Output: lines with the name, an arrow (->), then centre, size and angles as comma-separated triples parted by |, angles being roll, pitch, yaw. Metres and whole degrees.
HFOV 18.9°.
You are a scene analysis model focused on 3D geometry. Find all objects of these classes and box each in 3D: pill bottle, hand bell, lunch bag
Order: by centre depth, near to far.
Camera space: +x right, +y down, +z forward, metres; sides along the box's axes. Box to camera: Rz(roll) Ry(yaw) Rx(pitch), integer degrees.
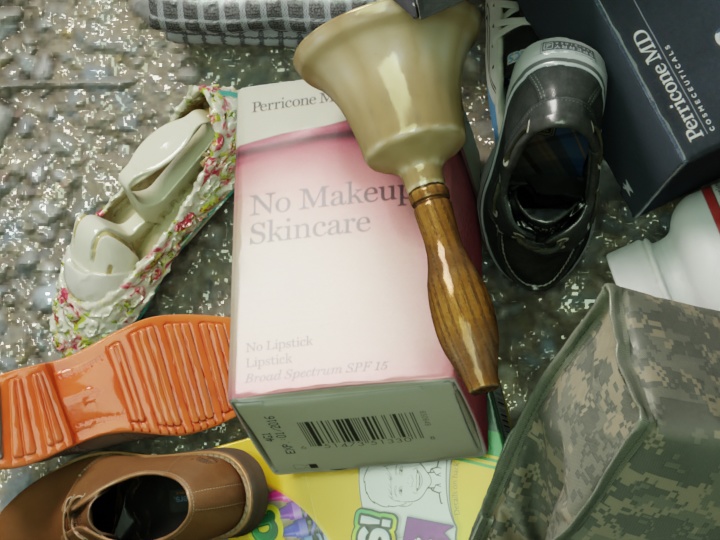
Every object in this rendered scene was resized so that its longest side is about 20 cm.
hand bell -> 0.037, -0.031, 1.128 | 0.104, 0.104, 0.201 | -17, 73, 9
lunch bag -> 0.164, 0.119, 1.158 | 0.163, 0.200, 0.118 | 12, 42, -20
pill bottle -> 0.244, -0.007, 1.201 | 0.199, 0.112, 0.113 | -22, 81, 8

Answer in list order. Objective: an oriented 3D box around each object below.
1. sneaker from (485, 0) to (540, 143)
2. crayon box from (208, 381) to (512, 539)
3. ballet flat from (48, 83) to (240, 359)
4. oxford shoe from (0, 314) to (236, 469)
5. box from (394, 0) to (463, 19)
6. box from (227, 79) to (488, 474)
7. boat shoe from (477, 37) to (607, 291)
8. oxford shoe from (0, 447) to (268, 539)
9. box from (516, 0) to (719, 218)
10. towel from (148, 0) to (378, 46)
sneaker -> 0.103, -0.143, 1.263 | 0.072, 0.072, 0.201 | -9, 82, 12
crayon box -> 0.020, 0.179, 1.254 | 0.172, 0.058, 0.201 | -16, 81, 9
ballet flat -> -0.134, -0.034, 1.299 | 0.076, 0.064, 0.200 | 39, 93, 35
oxford shoe -> -0.143, 0.071, 1.294 | 0.199, 0.073, 0.072 | -11, 84, -11
box -> 0.051, -0.222, 1.162 | 0.161, 0.049, 0.200 | -24, 40, -16
box -> 0.000, 0.000, 1.217 | 0.127, 0.109, 0.201 | -7, 61, 11
boat shoe -> 0.099, -0.044, 1.192 | 0.068, 0.200, 0.057 | 4, 54, 3
oxford shoe -> -0.152, 0.140, 1.262 | 0.200, 0.071, 0.072 | -18, 81, 36
box -> 0.212, -0.146, 1.193 | 0.199, 0.107, 0.149 | -26, 80, -13
towel -> -0.042, -0.236, 1.293 | 0.165, 0.086, 0.201 | 1, 85, 10
